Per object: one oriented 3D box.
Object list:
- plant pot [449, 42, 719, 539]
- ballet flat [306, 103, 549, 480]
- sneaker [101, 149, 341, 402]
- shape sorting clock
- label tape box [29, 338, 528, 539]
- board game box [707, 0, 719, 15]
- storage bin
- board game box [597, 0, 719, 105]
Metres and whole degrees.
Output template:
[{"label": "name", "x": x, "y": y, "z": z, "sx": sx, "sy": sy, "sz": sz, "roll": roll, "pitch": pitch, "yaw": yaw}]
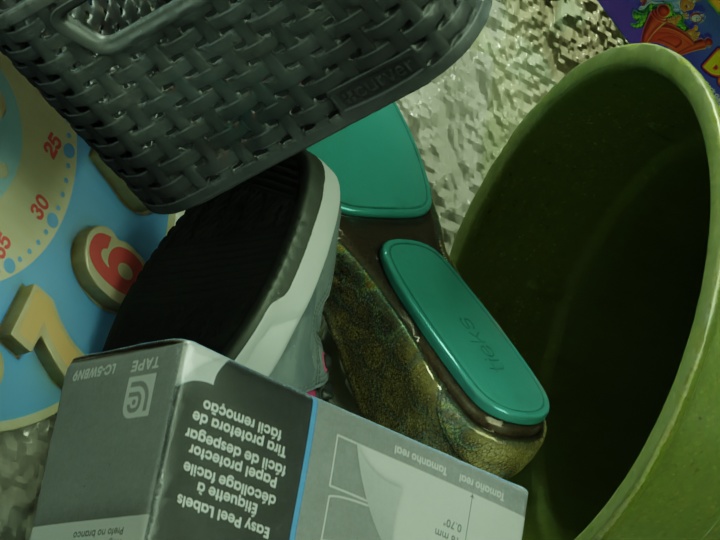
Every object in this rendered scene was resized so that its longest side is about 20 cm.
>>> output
[{"label": "plant pot", "x": 0.148, "y": 0.043, "z": 0.971, "sx": 0.189, "sy": 0.200, "sz": 0.201, "roll": 18, "pitch": 65, "yaw": -23}, {"label": "ballet flat", "x": 0.000, "y": 0.000, "z": 0.952, "sx": 0.070, "sy": 0.071, "sz": 0.201, "roll": 9, "pitch": 43, "yaw": -44}, {"label": "sneaker", "x": -0.026, "y": 0.070, "z": 0.883, "sx": 0.121, "sy": 0.083, "sz": 0.201, "roll": 31, "pitch": 77, "yaw": -39}, {"label": "shape sorting clock", "x": -0.129, "y": -0.048, "z": 0.859, "sx": 0.199, "sy": 0.039, "sz": 0.201, "roll": 15, "pitch": 69, "yaw": -43}, {"label": "label tape box", "x": -0.033, "y": 0.139, "z": 0.771, "sx": 0.144, "sy": 0.063, "sz": 0.201, "roll": 25, "pitch": 66, "yaw": -38}, {"label": "board game box", "x": 0.160, "y": -0.123, "z": 1.072, "sx": 0.200, "sy": 0.030, "sz": 0.096, "roll": 47, "pitch": 31, "yaw": 0}, {"label": "storage bin", "x": -0.036, "y": -0.131, "z": 0.869, "sx": 0.094, "sy": 0.135, "sz": 0.201, "roll": 47, "pitch": 29, "yaw": -32}, {"label": "board game box", "x": 0.192, "y": -0.095, "z": 1.148, "sx": 0.135, "sy": 0.045, "sz": 0.200, "roll": 54, "pitch": 32, "yaw": 6}]
